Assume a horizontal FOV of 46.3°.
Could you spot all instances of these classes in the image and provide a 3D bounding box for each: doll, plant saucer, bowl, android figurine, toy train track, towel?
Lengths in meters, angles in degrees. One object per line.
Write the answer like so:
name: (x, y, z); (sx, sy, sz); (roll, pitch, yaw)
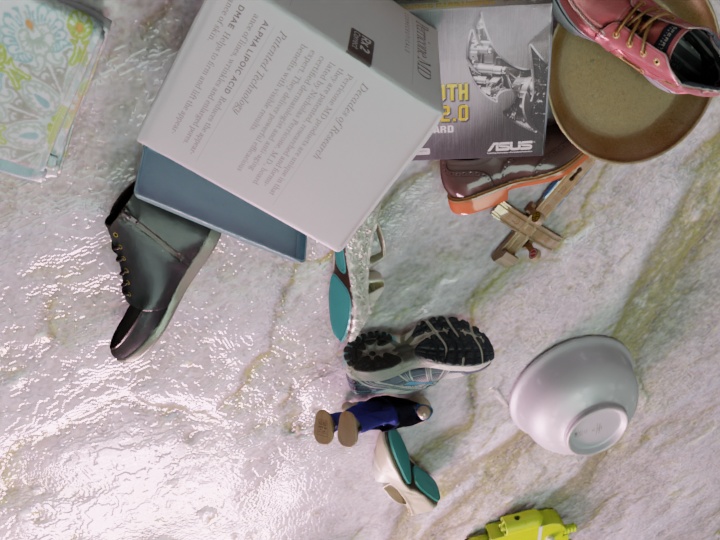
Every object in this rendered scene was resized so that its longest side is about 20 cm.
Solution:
doll: (0.026, 0.187, 1.089); (0.198, 0.135, 0.049); (-1, 88, -50)
plant saucer: (0.280, -0.215, 0.881); (0.196, 0.035, 0.204); (-4, 107, -11)
bowl: (0.321, 0.198, 1.204); (0.197, 0.091, 0.204); (-9, 128, -12)
android figurine: (0.272, 0.468, 1.426); (0.196, 0.041, 0.184); (-9, 128, -9)
plant saucer: (-0.140, -0.068, 0.870); (0.198, 0.071, 0.019); (24, 145, -32)
toy train track: (0.232, -0.077, 1.002); (0.114, 0.033, 0.201); (25, 114, -32)
towel: (-0.336, -0.180, 0.731); (0.198, 0.048, 0.173); (18, 116, -28)

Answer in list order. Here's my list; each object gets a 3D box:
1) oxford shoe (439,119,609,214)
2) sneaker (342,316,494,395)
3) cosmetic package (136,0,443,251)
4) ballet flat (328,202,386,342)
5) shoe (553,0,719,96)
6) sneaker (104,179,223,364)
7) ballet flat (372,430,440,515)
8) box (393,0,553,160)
oxford shoe: (0.180, -0.134, 0.920); (0.198, 0.071, 0.073); (-27, 116, -5)
sneaker: (0.073, 0.117, 1.084); (0.196, 0.078, 0.087); (-4, 140, -6)
cosmetic package: (-0.054, -0.160, 0.719); (0.198, 0.166, 0.166); (28, 125, -17)
ballet flat: (0.000, 0.000, 0.961); (0.070, 0.072, 0.202); (-8, 130, -11)
shoe: (0.271, -0.234, 0.806); (0.198, 0.091, 0.072); (30, 99, -18)
sneaker: (-0.239, 0.000, 0.889); (0.105, 0.075, 0.201); (27, 105, -28)
ballet flat: (0.053, 0.294, 1.209); (0.069, 0.070, 0.201); (-29, 129, 5)
box: (0.084, -0.188, 0.822); (0.196, 0.049, 0.160); (-1, 129, 5)
